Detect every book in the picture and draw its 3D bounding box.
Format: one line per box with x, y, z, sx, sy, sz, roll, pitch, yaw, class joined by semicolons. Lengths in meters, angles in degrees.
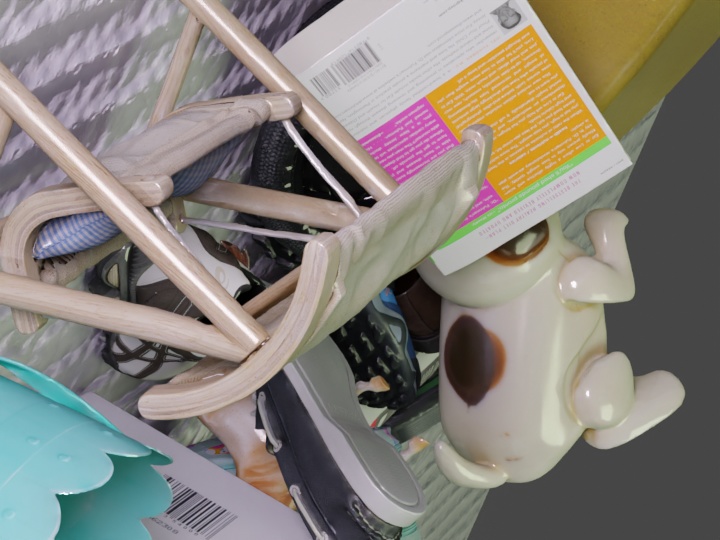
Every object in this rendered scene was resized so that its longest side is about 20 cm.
0.054;-0.093;1.464;0.134;0.048;0.200;-35;136;4;book

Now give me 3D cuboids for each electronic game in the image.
0.015;0.097;1.905;0.200;0.042;0.200;-27;-173;4;electronic game

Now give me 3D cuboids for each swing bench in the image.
-0.071;-0.030;1.219;0.199;0.200;0.130;-35;151;-60;swing bench

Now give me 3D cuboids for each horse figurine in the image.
-0.051;0.081;1.561;0.132;0.200;0.050;-37;155;9;horse figurine

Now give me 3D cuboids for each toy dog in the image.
0.089;0.021;1.651;0.194;0.139;0.200;-32;118;-27;toy dog

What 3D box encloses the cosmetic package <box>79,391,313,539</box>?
-0.132;0.213;1.479;0.123;0.199;0.200;-32;148;-62;cosmetic package

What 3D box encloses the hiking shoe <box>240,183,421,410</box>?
0.000;0.000;1.644;0.087;0.074;0.200;-55;133;-38;hiking shoe

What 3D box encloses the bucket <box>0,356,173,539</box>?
-0.198;0.138;1.234;0.207;0.135;0.207;-56;166;-22;bucket

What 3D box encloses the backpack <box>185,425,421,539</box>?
-0.061;0.165;1.641;0.167;0.200;0.127;-31;111;-69;backpack

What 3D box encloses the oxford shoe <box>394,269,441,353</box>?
0.041;-0.052;1.741;0.084;0.073;0.200;44;37;-50;oxford shoe

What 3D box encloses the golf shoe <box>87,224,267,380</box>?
-0.096;0.030;1.472;0.078;0.094;0.200;-59;168;-14;golf shoe

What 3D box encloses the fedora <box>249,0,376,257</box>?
0.010;-0.103;1.528;0.200;0.092;0.201;-18;132;-20;fedora

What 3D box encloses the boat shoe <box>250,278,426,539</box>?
-0.033;0.086;1.480;0.076;0.200;0.060;28;113;-41;boat shoe

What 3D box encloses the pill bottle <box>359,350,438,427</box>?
-0.003;0.048;1.796;0.200;0.111;0.111;-42;156;-52;pill bottle

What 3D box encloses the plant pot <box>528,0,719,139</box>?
0.115;-0.168;1.632;0.177;0.200;0.200;-60;167;14;plant pot
